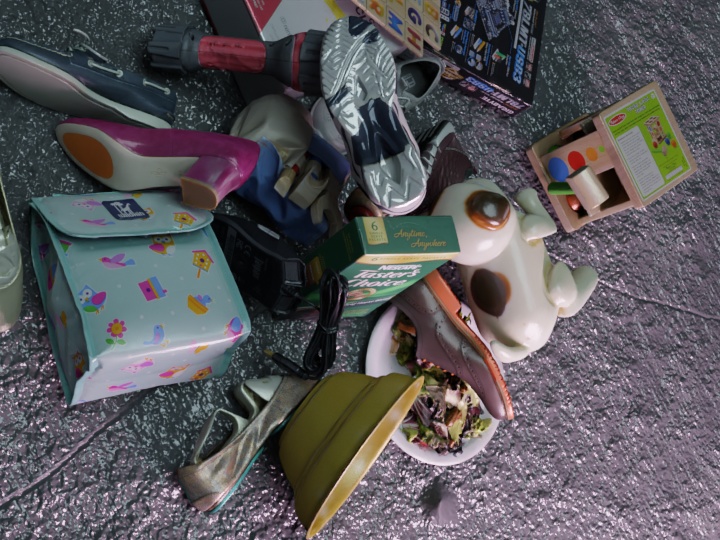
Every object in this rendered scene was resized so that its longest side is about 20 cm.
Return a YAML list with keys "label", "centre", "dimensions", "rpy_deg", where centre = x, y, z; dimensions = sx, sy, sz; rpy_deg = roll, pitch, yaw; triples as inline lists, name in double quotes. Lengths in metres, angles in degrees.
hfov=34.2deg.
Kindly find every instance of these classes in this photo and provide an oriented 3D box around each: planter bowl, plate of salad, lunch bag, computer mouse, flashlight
- label: "planter bowl"
  centre: [-0.025, 0.166, 1.192]
  dimensions: [0.083, 0.201, 0.201]
  rpy_deg: [35, 56, 11]
- label: "plate of salad"
  centre: [0.094, 0.121, 1.342]
  dimensions: [0.198, 0.048, 0.202]
  rpy_deg: [10, 72, -32]
- label: "lunch bag"
  centre: [-0.219, 0.007, 1.124]
  dimensions: [0.169, 0.122, 0.202]
  rpy_deg: [-7, 65, -31]
- label: "computer mouse"
  centre: [-0.090, 0.025, 1.206]
  dimensions: [0.046, 0.199, 0.142]
  rpy_deg: [-28, 135, -48]
- label: "flashlight"
  centre: [-0.121, -0.221, 1.209]
  dimensions: [0.198, 0.068, 0.068]
  rpy_deg: [8, 54, 10]

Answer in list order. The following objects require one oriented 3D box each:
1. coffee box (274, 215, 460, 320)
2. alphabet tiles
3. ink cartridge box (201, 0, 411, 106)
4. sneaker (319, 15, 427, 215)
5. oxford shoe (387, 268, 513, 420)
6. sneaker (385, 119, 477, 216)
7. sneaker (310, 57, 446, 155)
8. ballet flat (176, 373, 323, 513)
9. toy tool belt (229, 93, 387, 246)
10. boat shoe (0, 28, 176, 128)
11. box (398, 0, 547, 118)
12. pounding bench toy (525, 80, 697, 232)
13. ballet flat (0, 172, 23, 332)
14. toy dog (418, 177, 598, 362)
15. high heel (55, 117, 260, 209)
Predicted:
- label: "coffee box"
  centre: [0.000, 0.000, 1.218]
  dimensions: [0.122, 0.200, 0.044]
  rpy_deg: [-1, 69, -34]
- label: "alphabet tiles"
  centre: [0.030, -0.344, 1.353]
  dimensions: [0.199, 0.006, 0.168]
  rpy_deg: [32, 48, -39]
- label: "ink cartridge box"
  centre: [-0.058, -0.283, 1.328]
  dimensions: [0.199, 0.083, 0.146]
  rpy_deg: [-27, 93, -36]
- label: "sneaker"
  centre: [0.011, -0.145, 1.179]
  dimensions: [0.079, 0.130, 0.201]
  rpy_deg: [-25, 84, -5]
- label: "oxford shoe"
  centre: [0.101, 0.089, 1.303]
  dimensions: [0.072, 0.071, 0.201]
  rpy_deg: [-33, 90, 0]
- label: "sneaker"
  centre: [0.086, -0.077, 1.376]
  dimensions: [0.116, 0.075, 0.201]
  rpy_deg: [47, 56, -17]
- label: "sneaker"
  centre: [0.019, -0.203, 1.359]
  dimensions: [0.200, 0.082, 0.075]
  rpy_deg: [-40, 100, -34]
- label: "ballet flat"
  centre: [-0.113, 0.153, 1.187]
  dimensions: [0.067, 0.068, 0.200]
  rpy_deg: [45, 55, -7]
- label: "toy tool belt"
  centre: [-0.068, -0.082, 1.237]
  dimensions: [0.199, 0.125, 0.123]
  rpy_deg: [37, 48, -13]
- label: "boat shoe"
  centre: [-0.271, -0.191, 1.168]
  dimensions: [0.198, 0.075, 0.063]
  rpy_deg: [20, 68, -29]
- label: "box"
  centre: [0.146, -0.327, 1.498]
  dimensions: [0.197, 0.050, 0.202]
  rpy_deg: [24, 65, -27]
- label: "pounding bench toy"
  centre: [0.287, -0.125, 1.470]
  dimensions: [0.199, 0.156, 0.125]
  rpy_deg: [-31, 96, -35]
- label: "ballet flat"
  centre: [-0.350, -0.044, 1.081]
  dimensions: [0.069, 0.069, 0.202]
  rpy_deg: [-11, 83, -35]
- label: "toy dog"
  centre: [0.146, -0.013, 1.328]
  dimensions: [0.201, 0.139, 0.194]
  rpy_deg: [55, 51, -24]
- label: "high heel"
  centre: [-0.201, -0.125, 1.165]
  dimensions: [0.096, 0.198, 0.068]
  rpy_deg: [-54, 152, -44]
